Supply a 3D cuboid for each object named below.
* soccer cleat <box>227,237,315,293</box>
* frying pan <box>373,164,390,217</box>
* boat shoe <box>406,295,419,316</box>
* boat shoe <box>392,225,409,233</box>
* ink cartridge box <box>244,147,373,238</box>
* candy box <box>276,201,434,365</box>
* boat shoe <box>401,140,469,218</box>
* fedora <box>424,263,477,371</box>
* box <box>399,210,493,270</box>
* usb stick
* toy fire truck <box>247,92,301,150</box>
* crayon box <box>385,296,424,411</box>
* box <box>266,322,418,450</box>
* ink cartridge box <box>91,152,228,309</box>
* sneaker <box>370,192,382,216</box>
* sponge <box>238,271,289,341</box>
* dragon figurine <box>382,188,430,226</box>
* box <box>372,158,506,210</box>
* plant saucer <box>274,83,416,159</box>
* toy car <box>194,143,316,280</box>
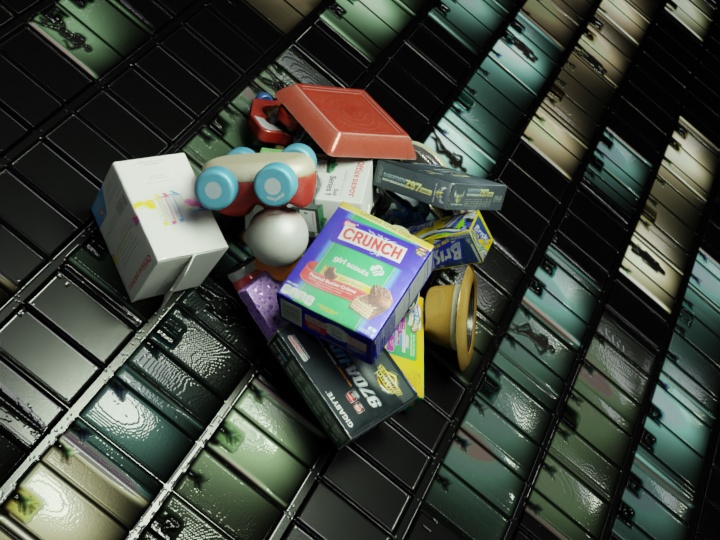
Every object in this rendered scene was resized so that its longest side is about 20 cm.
[{"bbox_3d":[-0.134,-0.009,1.645,0.200,0.068,0.074,-34,101,-44],"label":"soccer cleat"},{"bbox_3d":[0.010,-0.111,1.821,0.114,0.031,0.192,2,71,-26],"label":"frying pan"},{"bbox_3d":[0.064,0.042,1.628,0.071,0.064,0.200,44,29,1],"label":"boat shoe"},{"bbox_3d":[0.002,0.002,1.610,0.201,0.063,0.074,-33,52,-27],"label":"boat shoe"},{"bbox_3d":[-0.083,-0.128,1.665,0.198,0.085,0.147,6,37,5],"label":"ink cartridge box"},{"bbox_3d":[-0.004,0.016,1.509,0.168,0.077,0.201,25,57,15],"label":"candy box"},{"bbox_3d":[0.141,-0.162,1.917,0.201,0.072,0.065,52,42,0],"label":"boat shoe"},{"bbox_3d":[0.156,0.079,1.725,0.081,0.201,0.202,3,50,12],"label":"fedora"},{"bbox_3d":[0.126,-0.045,1.734,0.070,0.199,0.064,60,41,-27],"label":"box"},{"bbox_3d":[-0.037,-0.195,1.754,0.199,0.056,0.033,30,2,-39],"label":"usb stick"},{"bbox_3d":[-0.118,-0.265,1.807,0.199,0.113,0.168,0,36,-34],"label":"toy fire truck"},{"bbox_3d":[0.043,0.123,1.666,0.118,0.058,0.201,19,52,-22],"label":"crayon box"},{"bbox_3d":[-0.026,0.154,1.530,0.158,0.046,0.201,-24,73,-41],"label":"box"},{"bbox_3d":[-0.303,-0.055,1.513,0.125,0.129,0.201,-14,70,-38],"label":"ink cartridge box"},{"bbox_3d":[-0.039,-0.070,1.737,0.080,0.074,0.201,27,56,10],"label":"sneaker"},{"bbox_3d":[-0.102,0.088,1.578,0.111,0.030,0.201,-39,102,-42],"label":"sponge"},{"bbox_3d":[0.096,-0.102,1.798,0.098,0.201,0.059,-1,53,13],"label":"dragon figurine"},{"bbox_3d":[0.140,-0.148,1.725,0.157,0.051,0.199,23,16,33],"label":"box"},{"bbox_3d":[-0.020,-0.264,1.723,0.198,0.037,0.200,-3,41,-39],"label":"plant saucer"},{"bbox_3d":[-0.148,-0.076,1.517,0.175,0.202,0.184,-3,17,9],"label":"toy car"}]
